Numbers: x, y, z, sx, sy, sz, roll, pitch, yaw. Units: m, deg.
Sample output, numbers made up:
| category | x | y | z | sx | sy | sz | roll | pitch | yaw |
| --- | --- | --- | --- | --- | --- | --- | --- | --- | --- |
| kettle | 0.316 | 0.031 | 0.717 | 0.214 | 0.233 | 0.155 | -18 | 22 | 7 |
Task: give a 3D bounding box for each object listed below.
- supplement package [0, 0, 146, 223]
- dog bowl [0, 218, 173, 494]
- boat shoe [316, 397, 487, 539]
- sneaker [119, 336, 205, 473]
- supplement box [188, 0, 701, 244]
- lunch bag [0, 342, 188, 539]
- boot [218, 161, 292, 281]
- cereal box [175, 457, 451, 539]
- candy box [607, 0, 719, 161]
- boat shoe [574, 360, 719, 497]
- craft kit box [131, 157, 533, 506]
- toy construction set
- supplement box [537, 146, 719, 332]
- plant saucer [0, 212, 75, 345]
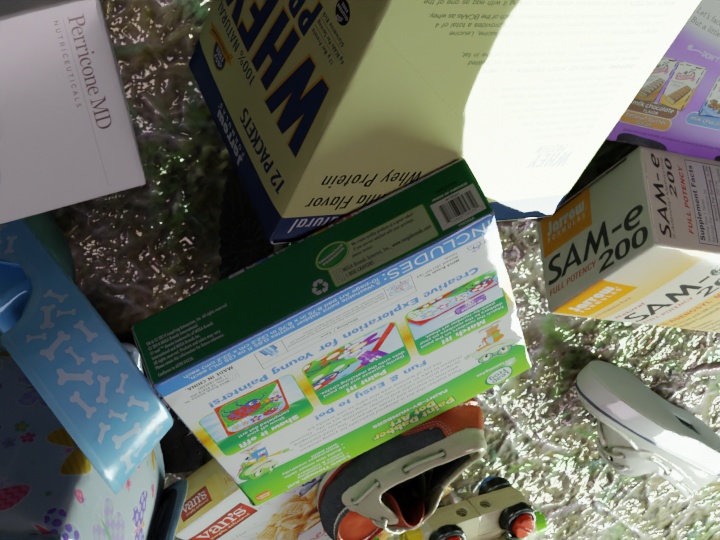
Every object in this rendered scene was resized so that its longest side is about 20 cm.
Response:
| category | x | y | z | sx | sy | sz | roll | pitch | yaw |
| --- | --- | --- | --- | --- | --- | --- | --- | --- | --- |
| supplement package | -0.226 | -0.095 | 0.732 | 0.198 | 0.118 | 0.118 | -16 | 129 | -9 |
| dog bowl | -0.169 | 0.036 | 0.780 | 0.049 | 0.200 | 0.112 | -37 | 137 | -12 |
| boat shoe | 0.027 | 0.143 | 0.956 | 0.070 | 0.063 | 0.201 | -5 | 146 | -32 |
| sneaker | -0.115 | 0.092 | 0.968 | 0.197 | 0.060 | 0.105 | -7 | 129 | -10 |
| supplement box | 0.043 | -0.136 | 0.740 | 0.198 | 0.135 | 0.201 | -6 | 145 | -31 |
| lunch bag | -0.183 | 0.170 | 0.877 | 0.125 | 0.171 | 0.202 | 2 | 129 | 8 |
| boot | 0.000 | 0.001 | 0.920 | 0.199 | 0.065 | 0.167 | 13 | 84 | -43 |
| cereal box | -0.034 | 0.165 | 1.039 | 0.143 | 0.040 | 0.200 | -38 | 146 | 12 |
| candy box | 0.236 | -0.173 | 0.880 | 0.166 | 0.072 | 0.201 | 8 | 124 | -26 |
| boat shoe | 0.225 | 0.136 | 1.129 | 0.070 | 0.071 | 0.199 | -47 | 135 | 15 |
| craft kit box | -0.005 | 0.044 | 0.802 | 0.198 | 0.049 | 0.198 | -26 | 147 | -2 |
| toy construction set | 0.074 | 0.229 | 1.091 | 0.199 | 0.092 | 0.133 | -22 | 129 | -36 |
| supplement box | 0.240 | -0.014 | 0.975 | 0.198 | 0.074 | 0.126 | 7 | 155 | -25 |
| plant saucer | -0.275 | 0.021 | 0.868 | 0.197 | 0.028 | 0.202 | -11 | 129 | -13 |
